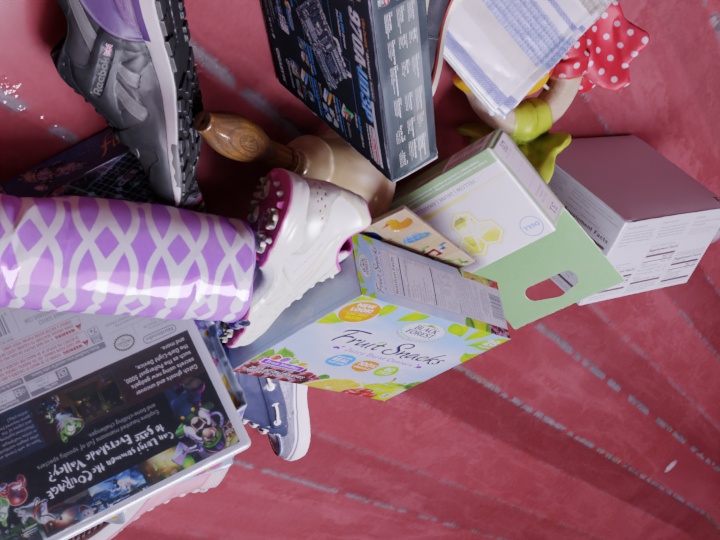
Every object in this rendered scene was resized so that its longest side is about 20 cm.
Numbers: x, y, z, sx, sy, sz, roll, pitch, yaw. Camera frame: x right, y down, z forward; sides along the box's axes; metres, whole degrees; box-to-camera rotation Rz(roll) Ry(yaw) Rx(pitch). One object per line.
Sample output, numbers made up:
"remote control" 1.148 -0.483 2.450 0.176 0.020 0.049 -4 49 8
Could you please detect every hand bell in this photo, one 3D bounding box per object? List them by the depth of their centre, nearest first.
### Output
"hand bell" -0.061 -0.088 0.803 0.104 0.104 0.200 -52 153 11

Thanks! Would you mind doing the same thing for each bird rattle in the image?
"bird rattle" 0.172 -0.186 0.972 0.163 0.113 0.200 35 97 -37

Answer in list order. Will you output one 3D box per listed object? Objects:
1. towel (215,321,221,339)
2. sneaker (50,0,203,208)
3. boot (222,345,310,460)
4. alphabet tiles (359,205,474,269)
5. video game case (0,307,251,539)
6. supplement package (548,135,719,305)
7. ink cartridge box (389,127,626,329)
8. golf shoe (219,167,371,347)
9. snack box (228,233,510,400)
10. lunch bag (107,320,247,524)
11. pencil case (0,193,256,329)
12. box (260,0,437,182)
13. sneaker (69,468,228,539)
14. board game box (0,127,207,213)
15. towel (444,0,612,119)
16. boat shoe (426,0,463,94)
"towel" -0.120 0.016 0.910 0.145 0.024 0.200 -47 156 20
"sneaker" -0.162 -0.135 0.710 0.087 0.076 0.200 1 127 4
"boot" -0.104 0.133 1.053 0.090 0.073 0.200 -17 136 -21
"alphabet tiles" 0.000 0.000 0.917 0.166 0.006 0.200 -24 150 24
"video game case" -0.207 0.092 0.760 0.200 0.182 0.023 -24 176 -23
"supplement package" 0.276 -0.063 1.146 0.200 0.156 0.111 -8 132 -40
"ink cartridge box" 0.136 -0.024 0.991 0.145 0.200 0.048 -29 -161 40
"golf shoe" -0.057 0.001 0.818 0.091 0.075 0.200 2 146 -25
"snack box" 0.007 0.049 0.931 0.169 0.068 0.200 -31 148 35
"lunch bag" -0.207 0.135 0.862 0.200 0.127 0.170 -16 158 -20
"pencil case" -0.171 -0.008 0.727 0.200 0.085 0.084 7 87 -30
"box" -0.016 -0.181 0.731 0.046 0.159 0.200 -33 143 -18
"sneaker" -0.202 0.211 1.020 0.200 0.075 0.105 -45 140 -5
"board game box" -0.217 -0.027 0.796 0.200 0.035 0.136 -31 143 -18
"towel" 0.144 -0.249 0.894 0.200 0.024 0.147 -47 116 1
"boat shoe" 0.035 -0.194 0.825 0.063 0.071 0.200 15 100 -32
